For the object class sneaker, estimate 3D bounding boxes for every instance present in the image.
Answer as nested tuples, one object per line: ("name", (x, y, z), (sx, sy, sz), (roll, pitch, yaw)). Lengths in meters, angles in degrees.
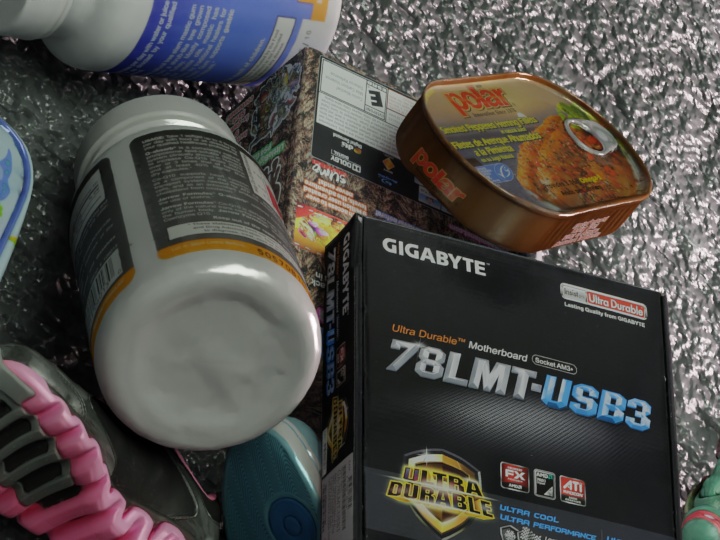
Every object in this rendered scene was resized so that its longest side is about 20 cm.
("sneaker", (0.004, 0.151, 1.305), (0.131, 0.079, 0.200), (-35, 111, -46))
("sneaker", (-0.133, 0.097, 1.226), (0.200, 0.079, 0.095), (54, 33, -34))

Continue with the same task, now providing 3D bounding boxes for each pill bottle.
("pill bottle", (-0.093, -0.005, 1.253), (0.116, 0.116, 0.200), (25, 23, -26))
("pill bottle", (-0.119, -0.167, 1.369), (0.200, 0.112, 0.112), (2, 65, -39))

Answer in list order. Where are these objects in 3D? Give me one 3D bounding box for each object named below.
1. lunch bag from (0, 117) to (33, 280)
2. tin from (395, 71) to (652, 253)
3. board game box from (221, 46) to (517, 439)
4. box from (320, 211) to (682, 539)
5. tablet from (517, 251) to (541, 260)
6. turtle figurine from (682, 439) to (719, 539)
("lunch bag", (-0.258, -0.014, 1.195), (0.161, 0.082, 0.200), (32, 51, -20))
("tin", (0.094, -0.063, 1.371), (0.112, 0.042, 0.200), (51, 28, 16))
("board game box", (0.000, 0.000, 1.382), (0.159, 0.097, 0.200), (23, 54, -27))
("box", (0.076, 0.084, 1.275), (0.200, 0.050, 0.199), (15, 58, -23))
("tablet", (0.087, 0.076, 1.395), (0.014, 0.130, 0.200), (8, 59, -6))
("turtle figurine", (0.254, 0.149, 1.503), (0.200, 0.101, 0.150), (-15, 91, -58))
